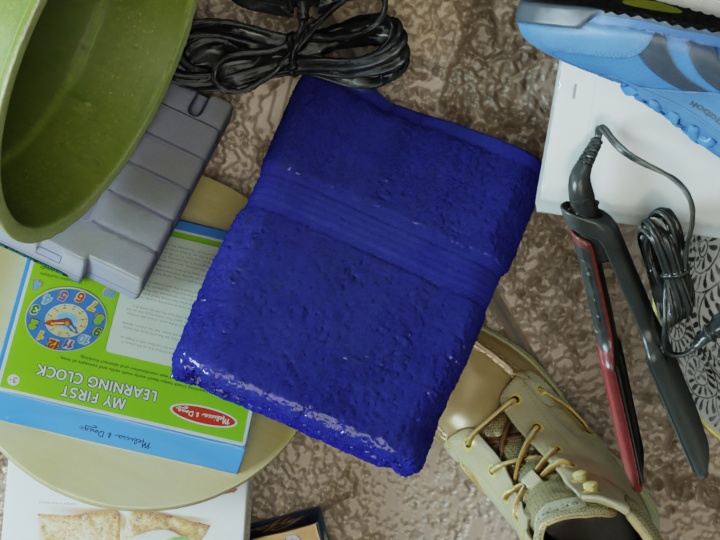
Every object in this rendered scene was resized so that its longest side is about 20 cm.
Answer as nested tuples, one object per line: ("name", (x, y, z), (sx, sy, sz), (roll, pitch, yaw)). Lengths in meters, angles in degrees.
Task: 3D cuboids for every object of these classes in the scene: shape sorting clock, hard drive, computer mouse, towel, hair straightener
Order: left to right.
("shape sorting clock", (-0.119, 0.034, 1.147), (0.200, 0.039, 0.200), (5, 63, -10))
("computer mouse", (-0.044, -0.197, 1.146), (0.138, 0.053, 0.200), (-2, 99, 8))
("towel", (0.000, 0.000, 1.141), (0.148, 0.050, 0.200), (24, 66, 1))
("hair straightener", (0.154, 0.018, 1.083), (0.077, 0.041, 0.200), (-10, 109, 14))
("hard drive", (0.198, -0.080, 1.077), (0.200, 0.026, 0.132), (9, 105, 1))

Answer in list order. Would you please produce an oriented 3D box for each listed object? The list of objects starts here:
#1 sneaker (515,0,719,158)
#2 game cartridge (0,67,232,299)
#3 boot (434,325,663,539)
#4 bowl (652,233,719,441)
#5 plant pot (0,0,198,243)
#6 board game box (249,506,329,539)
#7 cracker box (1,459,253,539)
("sneaker", (0.169, -0.085, 1.030), (0.200, 0.066, 0.078), (12, 108, 0))
("game cartridge", (-0.185, -0.077, 1.146), (0.200, 0.038, 0.130), (25, 66, -1))
("boot", (0.090, 0.107, 1.145), (0.073, 0.155, 0.200), (-44, 96, 8))
("bowl", (0.254, 0.005, 1.154), (0.201, 0.094, 0.201), (0, 100, 2))
("plant pot", (-0.207, -0.143, 1.066), (0.190, 0.200, 0.200), (25, 100, 14))
("board game box", (-0.061, 0.251, 1.235), (0.135, 0.035, 0.200), (-14, 99, 4))
("cracker box", (-0.128, 0.141, 1.176), (0.134, 0.058, 0.200), (3, 81, 0))
